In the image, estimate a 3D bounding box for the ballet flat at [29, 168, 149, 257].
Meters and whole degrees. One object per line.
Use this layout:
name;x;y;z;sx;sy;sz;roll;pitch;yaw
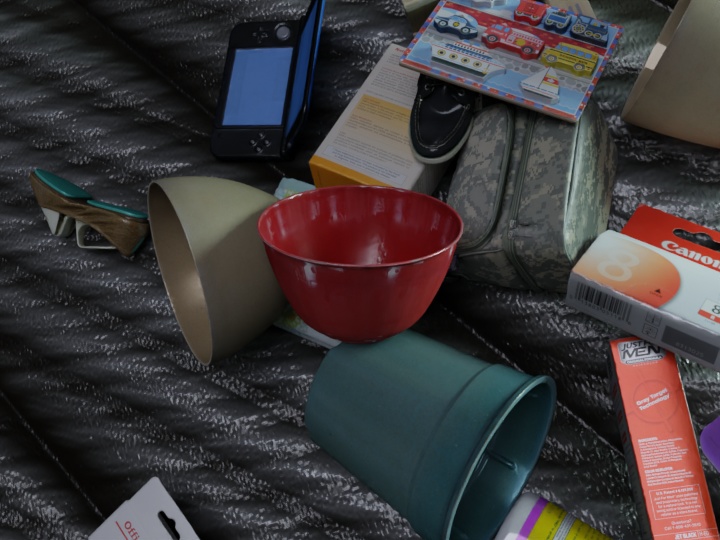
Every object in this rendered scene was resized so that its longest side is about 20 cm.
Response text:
ballet flat;-0.364;-0.069;1.086;0.198;0.068;0.073;23;98;17

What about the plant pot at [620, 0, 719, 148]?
plant pot;0.405;-0.198;0.860;0.198;0.187;0.189;28;81;8

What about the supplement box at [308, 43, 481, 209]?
supplement box;0.045;-0.156;0.966;0.125;0.074;0.201;24;66;21

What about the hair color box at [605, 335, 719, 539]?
hair color box;0.287;0.171;0.798;0.060;0.102;0.203;-11;70;10

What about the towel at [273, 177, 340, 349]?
towel;-0.042;-0.005;0.976;0.198;0.048;0.173;20;78;21

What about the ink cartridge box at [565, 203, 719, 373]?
ink cartridge box;0.317;-0.005;0.817;0.161;0.051;0.200;25;50;27

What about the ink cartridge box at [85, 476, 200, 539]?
ink cartridge box;-0.254;0.338;0.909;0.200;0.068;0.116;-44;67;-1

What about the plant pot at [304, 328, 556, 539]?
plant pot;0.061;0.154;0.827;0.194;0.200;0.202;26;80;29

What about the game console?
game console;-0.117;-0.253;1.041;0.168;0.118;0.203;2;72;16

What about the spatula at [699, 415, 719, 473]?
spatula;0.422;0.124;0.818;0.199;0.021;0.057;-40;79;-3

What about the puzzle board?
puzzle board;0.160;-0.239;0.874;0.198;0.018;0.152;22;59;18

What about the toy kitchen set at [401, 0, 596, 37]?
toy kitchen set;0.153;-0.316;0.963;0.197;0.163;0.183;-20;68;8

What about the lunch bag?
lunch bag;0.173;-0.079;0.900;0.166;0.139;0.203;2;70;34

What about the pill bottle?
pill bottle;0.218;0.301;0.771;0.198;0.104;0.105;27;81;22

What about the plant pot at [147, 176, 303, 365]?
plant pot;-0.136;-0.014;0.901;0.133;0.201;0.202;-17;65;-23

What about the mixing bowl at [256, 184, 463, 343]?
mixing bowl;0.000;0.000;0.816;0.197;0.200;0.110;9;118;18

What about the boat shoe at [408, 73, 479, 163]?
boat shoe;0.098;-0.210;0.907;0.073;0.066;0.201;16;62;18
